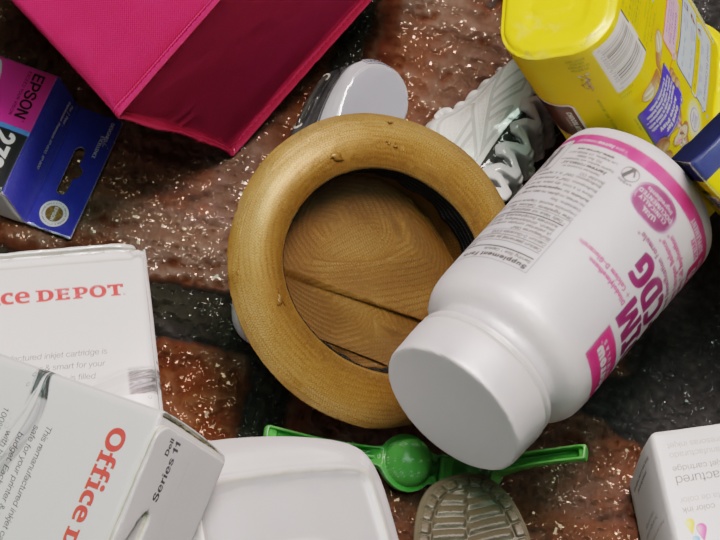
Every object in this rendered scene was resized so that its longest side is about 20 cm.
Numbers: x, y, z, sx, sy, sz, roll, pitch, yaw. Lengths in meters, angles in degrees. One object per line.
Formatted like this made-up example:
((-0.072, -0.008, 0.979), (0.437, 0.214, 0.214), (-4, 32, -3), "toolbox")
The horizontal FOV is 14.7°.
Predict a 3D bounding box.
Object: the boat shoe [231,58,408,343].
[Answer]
((-0.032, -0.042, 1.779), (0.068, 0.056, 0.201), (34, 75, -30), "boat shoe")

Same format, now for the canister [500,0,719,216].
((0.163, -0.137, 1.756), (0.086, 0.200, 0.149), (-6, 57, 25), "canister")

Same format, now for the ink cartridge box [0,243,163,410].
((-0.191, 0.094, 1.678), (0.145, 0.085, 0.201), (-4, 67, -8), "ink cartridge box")

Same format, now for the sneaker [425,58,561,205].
((0.084, -0.092, 1.811), (0.081, 0.075, 0.201), (21, 62, 15), "sneaker")

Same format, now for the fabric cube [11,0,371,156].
((-0.114, -0.218, 1.748), (0.199, 0.200, 0.196), (45, 99, 17), "fabric cube")

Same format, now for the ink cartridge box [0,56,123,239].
((-0.261, -0.097, 1.800), (0.199, 0.037, 0.095), (21, 63, 3), "ink cartridge box")

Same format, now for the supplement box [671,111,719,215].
((0.296, -0.031, 1.678), (0.109, 0.110, 0.200), (-44, 92, 3), "supplement box")

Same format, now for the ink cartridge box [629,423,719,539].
((0.254, 0.193, 1.670), (0.147, 0.086, 0.201), (-7, 62, -9), "ink cartridge box")

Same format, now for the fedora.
((0.000, 0.000, 1.719), (0.199, 0.082, 0.202), (-1, 91, -24), "fedora")

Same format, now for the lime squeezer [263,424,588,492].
((0.043, 0.118, 1.700), (0.199, 0.071, 0.038), (4, 87, 14), "lime squeezer")

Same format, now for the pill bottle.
((0.112, 0.018, 1.660), (0.113, 0.114, 0.200), (36, 60, 13), "pill bottle")

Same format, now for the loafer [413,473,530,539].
((0.071, 0.219, 1.648), (0.075, 0.068, 0.201), (-5, 65, -9), "loafer")

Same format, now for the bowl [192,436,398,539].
((-0.050, 0.187, 1.596), (0.199, 0.075, 0.201), (-2, 71, -35), "bowl")

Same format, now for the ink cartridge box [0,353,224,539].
((-0.193, 0.128, 1.538), (0.199, 0.083, 0.147), (18, 79, 31), "ink cartridge box")
